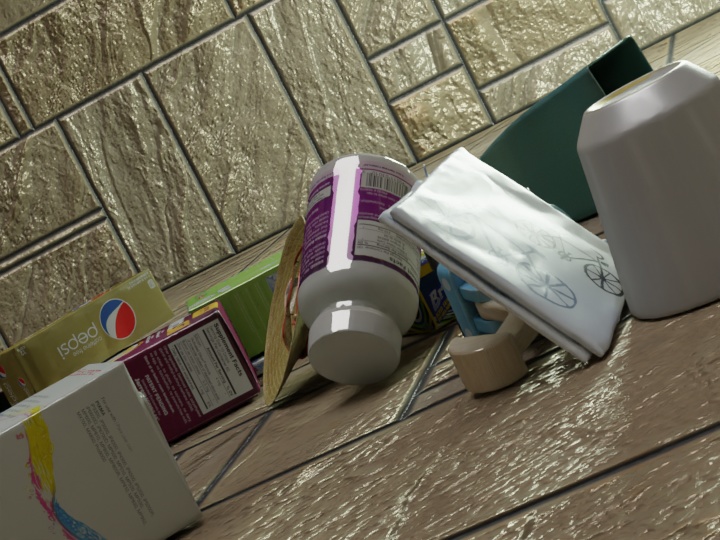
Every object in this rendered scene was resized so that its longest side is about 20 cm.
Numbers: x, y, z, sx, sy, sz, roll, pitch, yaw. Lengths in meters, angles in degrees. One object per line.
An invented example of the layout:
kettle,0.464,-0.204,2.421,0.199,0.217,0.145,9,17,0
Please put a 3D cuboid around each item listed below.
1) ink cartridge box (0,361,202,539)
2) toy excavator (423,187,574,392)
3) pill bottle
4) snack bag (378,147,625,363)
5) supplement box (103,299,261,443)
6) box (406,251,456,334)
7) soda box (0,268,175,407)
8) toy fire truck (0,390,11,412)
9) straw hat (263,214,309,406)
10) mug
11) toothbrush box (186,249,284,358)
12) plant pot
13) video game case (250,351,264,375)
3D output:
ink cartridge box,-0.255,0.181,1.289,0.199,0.145,0.145,-30,7,-19
toy excavator,0.122,0.018,1.292,0.194,0.100,0.200,-32,16,-20
pill bottle,0.000,0.000,1.477,0.112,0.112,0.201,-23,44,31
snack bag,0.119,-0.019,1.220,0.021,0.188,0.200,-59,-5,26
supplement box,-0.217,0.126,1.731,0.199,0.104,0.131,-28,5,-3
box,0.045,0.024,1.625,0.070,0.065,0.200,-30,7,-23
soda box,-0.302,0.074,1.746,0.200,0.064,0.068,-35,8,-40
toy fire truck,-0.450,0.192,2.156,0.175,0.129,0.200,-28,-5,2
straw hat,-0.037,0.046,1.604,0.084,0.203,0.201,9,1,-11
mug,0.222,-0.062,1.189,0.186,0.154,0.149,-20,11,48
toothbrush box,-0.098,0.031,1.883,0.199,0.087,0.146,-29,7,-5
plant pot,0.231,-0.130,1.749,0.199,0.142,0.141,-32,3,35
video game case,-0.112,0.099,1.876,0.199,0.018,0.143,-28,6,1
